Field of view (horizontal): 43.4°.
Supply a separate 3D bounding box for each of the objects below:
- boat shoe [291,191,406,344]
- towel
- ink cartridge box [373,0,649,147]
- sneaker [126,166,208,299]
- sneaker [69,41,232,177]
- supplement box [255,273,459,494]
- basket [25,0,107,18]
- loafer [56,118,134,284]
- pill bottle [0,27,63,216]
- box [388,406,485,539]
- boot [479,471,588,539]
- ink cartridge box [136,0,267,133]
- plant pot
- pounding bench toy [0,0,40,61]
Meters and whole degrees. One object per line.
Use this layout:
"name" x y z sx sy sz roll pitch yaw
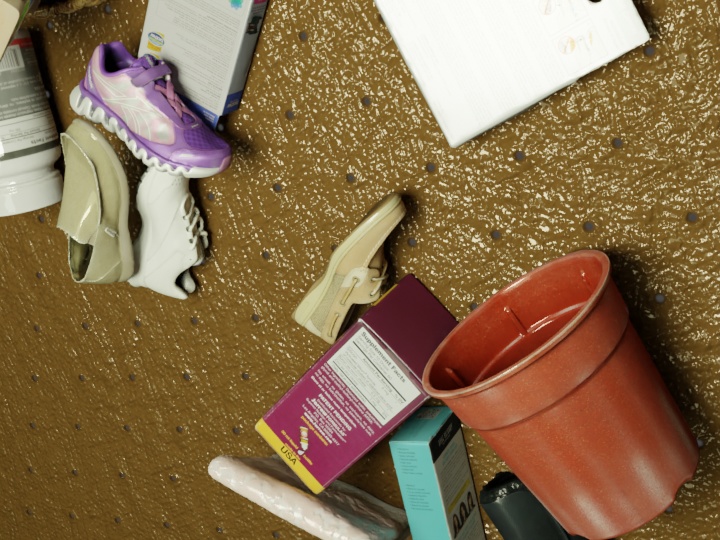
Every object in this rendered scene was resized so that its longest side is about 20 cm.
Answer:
"boat shoe" 0.000 0.000 0.940 0.064 0.071 0.200 39 130 2
"towel" -0.047 0.253 0.999 0.198 0.191 0.033 22 88 19
"ink cartridge box" 0.130 -0.224 0.798 0.199 0.057 0.164 -26 96 24
"sneaker" -0.210 -0.055 1.033 0.086 0.075 0.201 24 128 9
"sneaker" -0.213 -0.170 0.932 0.199 0.080 0.089 33 121 15
"supplement box" 0.002 0.119 0.945 0.103 0.131 0.200 46 122 4
"basket" -0.318 -0.339 0.922 0.198 0.149 0.144 -16 102 31
"loafer" -0.292 -0.064 0.975 0.075 0.068 0.202 27 133 37
"pill bottle" -0.419 -0.173 1.061 0.113 0.114 0.202 -1 109 28
"box" 0.088 0.256 0.982 0.049 0.082 0.202 -5 106 30
"boot" 0.162 0.295 0.911 0.169 0.199 0.076 57 163 -5
"ink cartridge box" -0.167 -0.250 0.942 0.119 0.042 0.201 30 119 14
"plant pot" 0.191 0.121 0.821 0.200 0.201 0.196 -30 102 33
"pounding bench toy" -0.348 -0.289 0.816 0.124 0.157 0.200 29 139 -22
